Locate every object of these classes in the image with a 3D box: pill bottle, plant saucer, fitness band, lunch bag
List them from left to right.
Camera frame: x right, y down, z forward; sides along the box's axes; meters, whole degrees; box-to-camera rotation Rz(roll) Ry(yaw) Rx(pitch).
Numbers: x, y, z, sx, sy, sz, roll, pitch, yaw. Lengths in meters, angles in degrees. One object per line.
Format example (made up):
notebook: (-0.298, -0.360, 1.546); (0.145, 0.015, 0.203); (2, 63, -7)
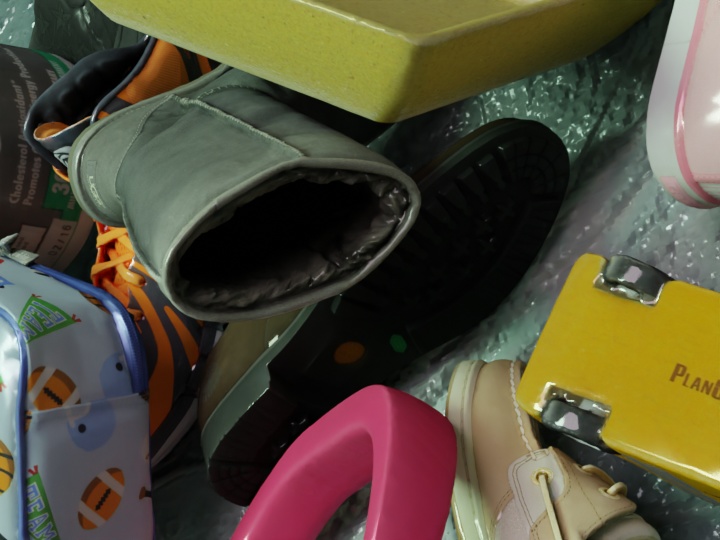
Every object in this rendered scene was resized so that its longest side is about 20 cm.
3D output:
pill bottle: (-0.222, -0.055, 1.081); (0.113, 0.199, 0.114); (-7, 80, 47)
lunch bag: (-0.156, 0.086, 1.038); (0.160, 0.075, 0.202); (15, 108, 49)
fitness band: (-0.020, 0.119, 0.906); (0.144, 0.037, 0.200); (-67, 12, -24)
plant saucer: (-0.002, -0.113, 0.958); (0.199, 0.199, 0.049); (24, 117, 31)

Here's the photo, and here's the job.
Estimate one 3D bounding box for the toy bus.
toy bus: (0.147, 0.053, 0.813); (0.199, 0.078, 0.066); (19, 83, 47)

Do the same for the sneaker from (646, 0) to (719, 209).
sneaker: (0.170, -0.122, 0.885); (0.104, 0.075, 0.202); (-1, 76, 48)

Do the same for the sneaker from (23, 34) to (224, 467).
sneaker: (-0.108, -0.017, 1.068); (0.077, 0.112, 0.202); (1, 69, 44)

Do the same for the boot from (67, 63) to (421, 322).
boot: (-0.022, -0.049, 0.944); (0.181, 0.073, 0.200); (-31, 13, -14)

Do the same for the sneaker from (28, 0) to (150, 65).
sneaker: (-0.112, -0.135, 1.129); (0.104, 0.060, 0.201); (42, 135, 31)

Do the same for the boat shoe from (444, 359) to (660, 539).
boat shoe: (0.075, 0.108, 0.868); (0.069, 0.074, 0.201); (-17, 46, 9)

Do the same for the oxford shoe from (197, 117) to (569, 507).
oxford shoe: (0.000, 0.000, 0.989); (0.200, 0.073, 0.085); (-42, 39, 17)
